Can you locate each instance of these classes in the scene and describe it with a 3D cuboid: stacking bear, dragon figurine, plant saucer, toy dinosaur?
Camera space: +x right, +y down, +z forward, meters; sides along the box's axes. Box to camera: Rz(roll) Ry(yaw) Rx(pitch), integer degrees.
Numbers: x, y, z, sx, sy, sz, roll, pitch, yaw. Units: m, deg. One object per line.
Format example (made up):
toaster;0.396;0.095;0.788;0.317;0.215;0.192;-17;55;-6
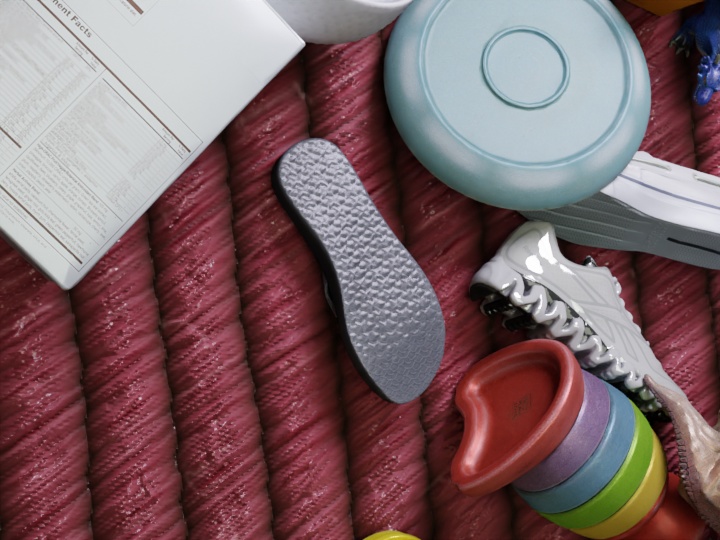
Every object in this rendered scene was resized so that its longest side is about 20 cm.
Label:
stacking bear;0.174;0.149;0.968;0.114;0.122;0.200;-34;119;31
dragon figurine;0.289;-0.210;0.998;0.059;0.099;0.201;20;85;-16
plant saucer;0.117;-0.141;0.953;0.199;0.027;0.201;2;73;-6
toy dinosaur;0.268;0.163;0.939;0.200;0.086;0.136;40;79;-12

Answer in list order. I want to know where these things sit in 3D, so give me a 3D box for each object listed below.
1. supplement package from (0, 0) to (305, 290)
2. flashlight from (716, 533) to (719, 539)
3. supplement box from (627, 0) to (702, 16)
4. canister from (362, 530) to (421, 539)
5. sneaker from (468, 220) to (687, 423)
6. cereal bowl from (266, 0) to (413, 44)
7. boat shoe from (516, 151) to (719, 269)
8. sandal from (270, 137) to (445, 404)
supplement package;-0.170;-0.110;0.821;0.147;0.191;0.200;45;80;-13
flashlight;0.285;0.218;1.027;0.068;0.068;0.201;23;89;-49
supplement box;0.255;-0.301;0.973;0.073;0.126;0.201;21;86;-14
canister;0.055;0.267;0.887;0.086;0.200;0.149;-22;97;-15
sneaker;0.177;0.041;0.989;0.200;0.075;0.081;39;70;-15
cereal bowl;-0.057;-0.227;0.876;0.200;0.200;0.083;43;123;-12
boat shoe;0.203;-0.056;1.001;0.199;0.074;0.067;18;56;-12
sandal;0.000;-0.001;0.955;0.076;0.043;0.201;-23;88;-21
